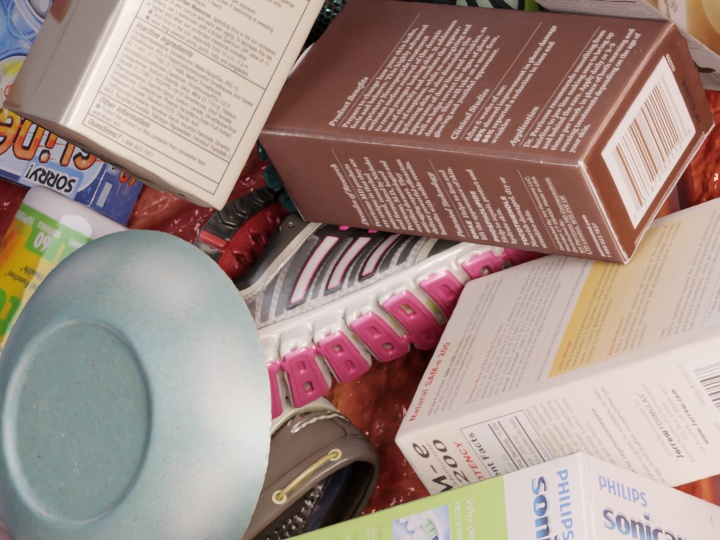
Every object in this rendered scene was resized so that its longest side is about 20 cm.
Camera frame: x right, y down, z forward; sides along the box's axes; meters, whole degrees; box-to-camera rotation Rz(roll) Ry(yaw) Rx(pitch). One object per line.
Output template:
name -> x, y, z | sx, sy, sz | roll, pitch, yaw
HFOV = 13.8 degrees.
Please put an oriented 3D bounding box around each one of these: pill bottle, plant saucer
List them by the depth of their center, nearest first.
plant saucer -> -0.131, 0.078, 1.502 | 0.201, 0.039, 0.202 | -5, 83, 39
pill bottle -> -0.176, 0.064, 1.639 | 0.111, 0.111, 0.200 | 25, 88, 44

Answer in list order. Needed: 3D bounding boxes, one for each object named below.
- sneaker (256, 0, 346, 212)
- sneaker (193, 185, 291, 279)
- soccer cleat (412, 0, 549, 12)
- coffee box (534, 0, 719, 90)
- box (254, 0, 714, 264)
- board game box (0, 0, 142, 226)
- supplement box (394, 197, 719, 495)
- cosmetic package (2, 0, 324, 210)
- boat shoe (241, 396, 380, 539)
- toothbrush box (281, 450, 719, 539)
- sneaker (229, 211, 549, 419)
sneaker -> -0.018, -0.128, 1.593 | 0.078, 0.091, 0.201 | 147, 113, -65
sneaker -> -0.084, 0.038, 1.592 | 0.200, 0.079, 0.096 | -56, 10, -20
soccer cleat -> 0.067, -0.154, 1.497 | 0.081, 0.068, 0.201 | 18, 125, 21
coffee box -> 0.134, -0.174, 1.420 | 0.080, 0.200, 0.115 | 10, 77, 40
box -> 0.058, -0.070, 1.440 | 0.200, 0.075, 0.100 | 10, 52, 37
board game box -> -0.187, -0.115, 1.783 | 0.200, 0.034, 0.136 | 18, 83, 43
supplement box -> 0.129, 0.041, 1.383 | 0.200, 0.074, 0.126 | -19, 27, 34
cosmetic package -> -0.080, -0.143, 1.458 | 0.200, 0.103, 0.087 | -63, 29, -4
boat shoe -> -0.063, 0.159, 1.528 | 0.202, 0.072, 0.060 | -55, 41, 1
toothbrush box -> 0.063, 0.160, 1.366 | 0.200, 0.145, 0.086 | -21, 62, 32
sneaker -> 0.000, 0.000, 1.513 | 0.199, 0.074, 0.088 | -25, 60, 5
